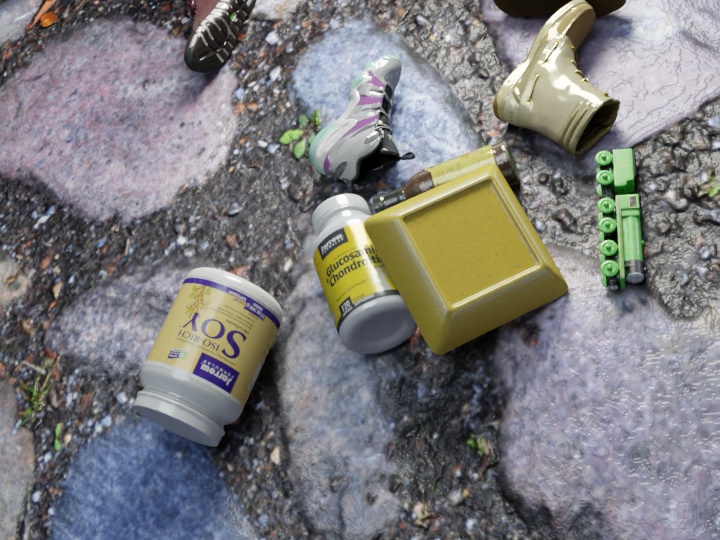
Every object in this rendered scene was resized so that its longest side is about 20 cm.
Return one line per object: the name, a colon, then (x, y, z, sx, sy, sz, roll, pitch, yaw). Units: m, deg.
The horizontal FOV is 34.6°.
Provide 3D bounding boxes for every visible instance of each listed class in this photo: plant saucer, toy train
plant saucer: (0.134, -0.027, 1.431, 0.198, 0.049, 0.201, -24, 72, -14)
toy train: (0.324, -0.066, 1.443, 0.056, 0.042, 0.202, -3, 61, 12)

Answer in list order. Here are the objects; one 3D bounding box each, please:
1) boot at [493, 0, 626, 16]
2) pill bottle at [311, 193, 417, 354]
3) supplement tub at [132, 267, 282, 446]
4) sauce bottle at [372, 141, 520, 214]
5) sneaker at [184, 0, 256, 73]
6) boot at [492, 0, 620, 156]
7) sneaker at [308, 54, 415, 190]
boot: (0.299, -0.440, 1.648, 0.198, 0.072, 0.156, 8, 65, 34)
pill bottle: (0.000, 0.000, 1.512, 0.111, 0.112, 0.201, -27, 54, 9)
supplement tub: (-0.202, 0.114, 1.522, 0.144, 0.146, 0.201, 11, 68, 30)
sauce bottle: (0.112, -0.113, 1.553, 0.198, 0.065, 0.065, -18, 56, 13)
sneaker: (-0.257, -0.402, 1.900, 0.115, 0.076, 0.201, 8, 56, 34)
boot: (0.291, -0.259, 1.546, 0.155, 0.073, 0.201, 34, 82, 36)
sneaker: (0.032, -0.201, 1.642, 0.139, 0.078, 0.201, 32, 88, 34)
